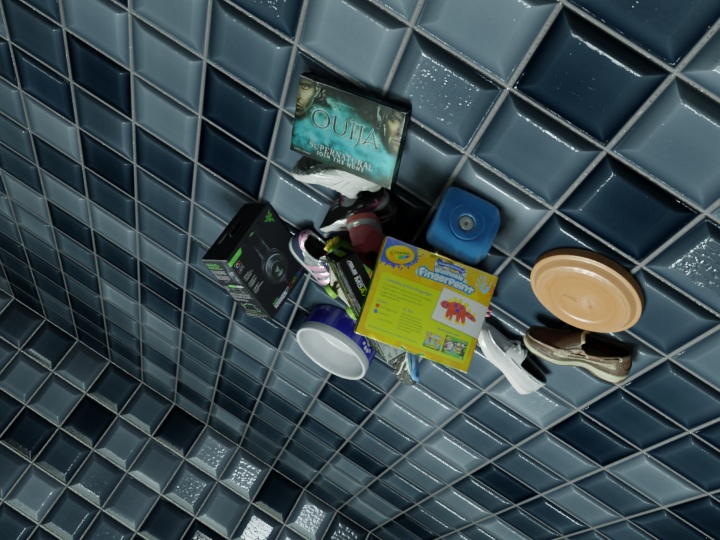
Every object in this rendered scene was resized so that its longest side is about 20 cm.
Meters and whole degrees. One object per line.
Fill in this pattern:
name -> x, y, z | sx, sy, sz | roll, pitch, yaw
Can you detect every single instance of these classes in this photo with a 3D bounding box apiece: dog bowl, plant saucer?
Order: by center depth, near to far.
plant saucer -> 0.388, 0.042, 1.341 | 0.198, 0.033, 0.202 | 25, 149, 16
dog bowl -> -0.057, 0.179, 1.928 | 0.197, 0.079, 0.201 | 24, 150, 15

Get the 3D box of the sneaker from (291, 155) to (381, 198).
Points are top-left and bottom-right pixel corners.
sneaker -> -0.041, -0.168, 1.411 | 0.197, 0.079, 0.100 | 8, 146, 39

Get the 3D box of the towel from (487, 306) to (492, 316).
towel -> 0.151, 0.041, 1.447 | 0.145, 0.030, 0.199 | 30, -172, 33

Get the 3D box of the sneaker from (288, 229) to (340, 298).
sneaker -> -0.067, -0.010, 1.669 | 0.199, 0.071, 0.082 | 39, 154, -13

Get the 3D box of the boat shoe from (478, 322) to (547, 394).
boat shoe -> 0.311, 0.175, 1.581 | 0.068, 0.072, 0.201 | -26, 111, 33

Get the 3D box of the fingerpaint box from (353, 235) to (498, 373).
fingerpaint box -> 0.107, 0.056, 1.290 | 0.197, 0.170, 0.073 | 19, 178, -3

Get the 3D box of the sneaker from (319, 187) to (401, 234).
sneaker -> 0.000, -0.094, 1.475 | 0.086, 0.081, 0.199 | 42, 152, -24

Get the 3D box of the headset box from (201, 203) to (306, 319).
headset box -> -0.229, -0.026, 1.701 | 0.092, 0.175, 0.201 | 3, 138, 42

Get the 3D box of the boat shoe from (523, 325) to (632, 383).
boat shoe -> 0.405, 0.136, 1.433 | 0.199, 0.075, 0.076 | 17, 135, 14

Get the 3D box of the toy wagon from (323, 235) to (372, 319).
toy wagon -> 0.000, 0.000, 1.550 | 0.200, 0.155, 0.040 | 46, -172, -26

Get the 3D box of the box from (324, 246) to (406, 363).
box -> 0.006, 0.057, 1.417 | 0.203, 0.047, 0.193 | 63, 176, -8

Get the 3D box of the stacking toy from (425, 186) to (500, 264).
stacking toy -> 0.166, -0.049, 1.372 | 0.108, 0.117, 0.200 | 26, 162, 2

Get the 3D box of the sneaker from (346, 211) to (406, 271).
sneaker -> 0.033, -0.027, 1.434 | 0.073, 0.088, 0.200 | -16, 149, 26

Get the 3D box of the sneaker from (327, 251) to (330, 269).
sneaker -> 0.007, 0.006, 1.633 | 0.199, 0.078, 0.090 | 39, -175, -28

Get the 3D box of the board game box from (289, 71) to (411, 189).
board game box -> -0.020, -0.233, 1.285 | 0.197, 0.028, 0.137 | 23, 123, 17

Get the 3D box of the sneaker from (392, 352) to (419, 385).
sneaker -> 0.112, 0.118, 1.450 | 0.088, 0.203, 0.079 | 12, 152, -9
